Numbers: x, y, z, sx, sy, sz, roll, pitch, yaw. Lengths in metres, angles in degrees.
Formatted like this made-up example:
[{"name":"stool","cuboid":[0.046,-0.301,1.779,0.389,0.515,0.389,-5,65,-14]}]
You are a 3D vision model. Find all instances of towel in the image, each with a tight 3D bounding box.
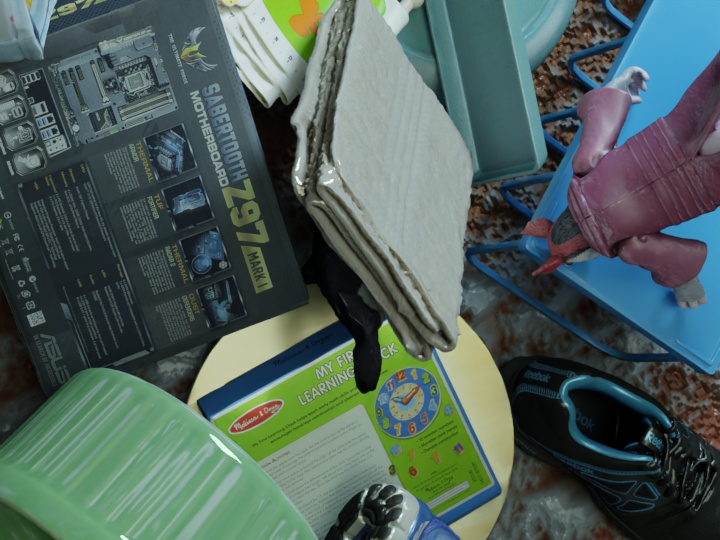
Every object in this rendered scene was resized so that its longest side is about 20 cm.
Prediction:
[{"name":"towel","cuboid":[0.014,-0.053,1.129,0.034,0.201,0.133,-24,118,22]}]

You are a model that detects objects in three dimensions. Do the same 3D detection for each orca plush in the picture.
[{"name":"orca plush","cuboid":[0.000,0.000,1.178,0.105,0.071,0.201,39,31,-27]}]

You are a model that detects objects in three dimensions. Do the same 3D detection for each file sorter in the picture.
[{"name":"file sorter","cuboid":[0.172,-0.059,1.248,0.138,0.123,0.201,33,76,-16]}]

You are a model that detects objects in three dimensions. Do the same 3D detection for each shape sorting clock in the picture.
[{"name":"shape sorting clock","cuboid":[-0.007,0.102,1.216,0.198,0.039,0.202,-1,96,-14]}]

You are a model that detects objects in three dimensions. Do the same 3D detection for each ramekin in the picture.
[{"name":"ramekin","cuboid":[-0.110,0.144,1.096,0.200,0.200,0.098,47,67,-12]}]

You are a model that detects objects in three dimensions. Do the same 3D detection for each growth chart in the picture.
[{"name":"growth chart","cuboid":[-0.052,-0.174,1.165,0.200,0.018,0.145,44,64,-30]}]

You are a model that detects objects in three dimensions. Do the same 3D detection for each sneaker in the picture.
[{"name":"sneaker","cuboid":[0.172,0.118,1.262,0.199,0.082,0.074,29,76,-18]},{"name":"sneaker","cuboid":[-0.005,0.222,1.176,0.089,0.079,0.201,31,99,-25]}]

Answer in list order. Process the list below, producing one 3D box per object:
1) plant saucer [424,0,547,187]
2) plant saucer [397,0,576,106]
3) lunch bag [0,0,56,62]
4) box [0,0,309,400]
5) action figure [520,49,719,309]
[{"name":"plant saucer","cuboid":[0.066,-0.152,1.216,0.019,0.070,0.202,-14,93,-37]},{"name":"plant saucer","cuboid":[0.050,-0.201,1.261,0.198,0.027,0.202,1,86,-21]},{"name":"lunch bag","cuboid":[-0.243,-0.193,1.064,0.168,0.127,0.202,-7,75,6]},{"name":"box","cuboid":[-0.129,-0.048,1.121,0.156,0.051,0.201,-21,118,-5]},{"name":"action figure","cuboid":[0.173,-0.048,1.105,0.199,0.149,0.135,-33,90,13]}]
